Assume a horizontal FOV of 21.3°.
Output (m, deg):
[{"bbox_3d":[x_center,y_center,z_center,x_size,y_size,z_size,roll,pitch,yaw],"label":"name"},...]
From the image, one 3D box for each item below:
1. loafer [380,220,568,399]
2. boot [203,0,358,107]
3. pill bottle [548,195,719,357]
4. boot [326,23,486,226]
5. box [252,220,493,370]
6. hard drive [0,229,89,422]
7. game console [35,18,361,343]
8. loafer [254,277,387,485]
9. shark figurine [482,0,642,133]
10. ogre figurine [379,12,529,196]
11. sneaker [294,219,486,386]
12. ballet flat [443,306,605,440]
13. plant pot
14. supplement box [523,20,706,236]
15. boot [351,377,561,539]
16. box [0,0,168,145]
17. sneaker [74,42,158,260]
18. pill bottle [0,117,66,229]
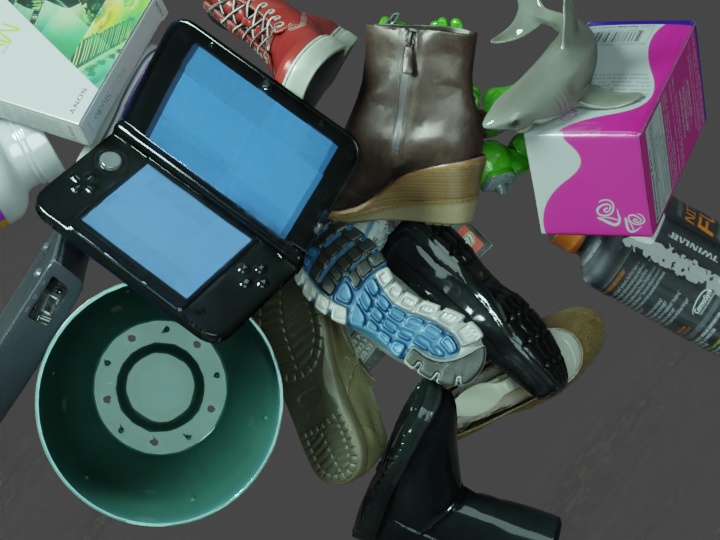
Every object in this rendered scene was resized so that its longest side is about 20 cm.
[{"bbox_3d":[0.097,0.038,1.649,0.201,0.068,0.070,46,118,9],"label":"loafer"},{"bbox_3d":[-0.084,-0.200,1.625,0.144,0.200,0.073,31,105,-3],"label":"boot"},{"bbox_3d":[0.267,-0.010,1.690,0.199,0.106,0.107,28,86,-4],"label":"pill bottle"},{"bbox_3d":[0.011,-0.125,1.613,0.199,0.072,0.167,3,105,23],"label":"boot"},{"bbox_3d":[0.000,0.000,1.700,0.200,0.040,0.137,-44,91,-5],"label":"box"},{"bbox_3d":[-0.290,0.060,1.608,0.042,0.135,0.200,31,104,-13],"label":"hard drive"},{"bbox_3d":[-0.131,-0.073,1.528,0.200,0.119,0.171,35,52,14],"label":"game console"},{"bbox_3d":[-0.033,0.087,1.643,0.076,0.067,0.201,-23,75,28],"label":"loafer"},{"bbox_3d":[0.164,-0.198,1.589,0.127,0.215,0.090,-6,125,9],"label":"shark figurine"},{"bbox_3d":[0.089,-0.137,1.679,0.200,0.098,0.120,43,49,-14],"label":"ogre figurine"},{"bbox_3d":[0.021,0.037,1.610,0.200,0.087,0.075,40,83,15],"label":"sneaker"},{"bbox_3d":[0.135,0.094,1.692,0.199,0.072,0.068,-26,90,-5],"label":"ballet flat"},{"bbox_3d":[-0.170,0.105,1.618,0.199,0.161,0.202,0,91,-7],"label":"plant pot"},{"bbox_3d":[0.219,-0.123,1.626,0.101,0.200,0.104,3,123,24],"label":"supplement box"},{"bbox_3d":[0.098,0.190,1.646,0.167,0.077,0.201,20,130,-3],"label":"boot"},{"bbox_3d":[-0.282,-0.197,1.627,0.199,0.036,0.145,18,66,20],"label":"box"},{"bbox_3d":[-0.179,-0.081,1.638,0.114,0.073,0.201,31,108,16],"label":"sneaker"},{"bbox_3d":[-0.356,-0.069,1.640,0.199,0.104,0.105,-28,90,-5],"label":"pill bottle"}]
